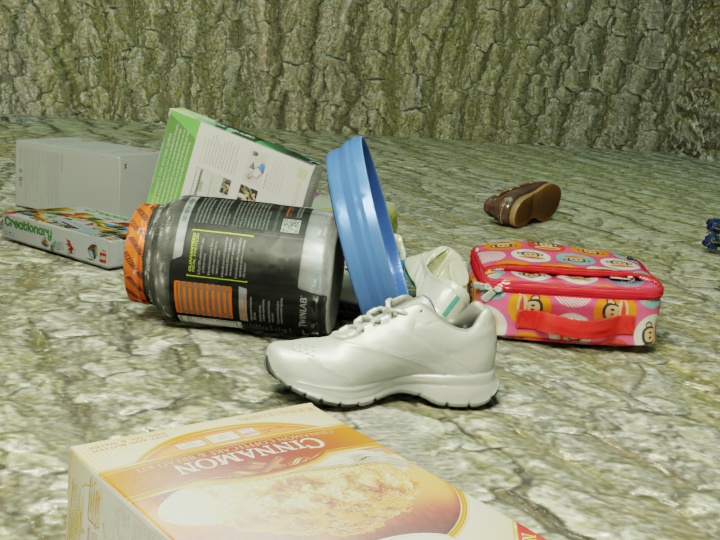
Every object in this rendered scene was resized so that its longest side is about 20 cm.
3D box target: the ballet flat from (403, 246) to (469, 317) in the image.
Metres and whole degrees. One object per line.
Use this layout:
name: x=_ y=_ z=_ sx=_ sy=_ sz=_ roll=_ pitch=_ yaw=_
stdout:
ballet flat: x=0.089 y=0.011 z=1.078 sx=0.068 sy=0.070 sz=0.200 roll=5 pitch=17 yaw=-2

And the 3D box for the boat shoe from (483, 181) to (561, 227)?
boat shoe: x=0.286 y=-0.122 z=1.774 sx=0.070 sy=0.071 sz=0.199 roll=18 pitch=17 yaw=32

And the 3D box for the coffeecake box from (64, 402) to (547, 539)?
coffeecake box: x=-0.029 y=0.139 z=0.479 sx=0.152 sy=0.074 sz=0.199 roll=-4 pitch=16 yaw=-39

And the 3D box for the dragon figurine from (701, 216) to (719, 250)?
dragon figurine: x=0.616 y=-0.041 z=1.580 sx=0.098 sy=0.060 sz=0.200 roll=2 pitch=12 yaw=-15

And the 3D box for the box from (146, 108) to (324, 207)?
box: x=-0.154 y=-0.092 z=1.201 sx=0.198 sy=0.146 sz=0.036 roll=23 pitch=15 yaw=14

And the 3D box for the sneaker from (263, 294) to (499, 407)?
sneaker: x=0.019 y=0.060 z=0.818 sx=0.197 sy=0.088 sz=0.075 roll=0 pitch=15 yaw=-17

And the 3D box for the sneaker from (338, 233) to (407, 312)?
sneaker: x=0.000 y=0.000 z=1.115 sx=0.071 sy=0.073 sz=0.200 roll=11 pitch=15 yaw=17

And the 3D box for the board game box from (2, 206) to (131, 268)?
board game box: x=-0.330 y=-0.044 z=1.255 sx=0.198 sy=0.035 sz=0.126 roll=14 pitch=14 yaw=33

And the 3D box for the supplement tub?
supplement tub: x=-0.118 y=-0.006 z=0.974 sx=0.197 sy=0.124 sz=0.123 roll=7 pitch=13 yaw=5

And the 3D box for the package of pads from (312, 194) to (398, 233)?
package of pads: x=-0.032 y=-0.057 z=1.361 sx=0.152 sy=0.069 sz=0.200 roll=6 pitch=13 yaw=7

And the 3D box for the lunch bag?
lunch bag: x=0.212 y=0.030 z=1.067 sx=0.197 sy=0.083 sz=0.176 roll=4 pitch=16 yaw=0

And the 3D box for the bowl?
bowl: x=0.010 y=-0.025 z=0.955 sx=0.039 sy=0.203 sz=0.201 roll=-14 pitch=11 yaw=5

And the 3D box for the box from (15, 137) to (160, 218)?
box: x=-0.392 y=-0.135 z=1.491 sx=0.198 sy=0.099 sz=0.124 roll=11 pitch=13 yaw=26
